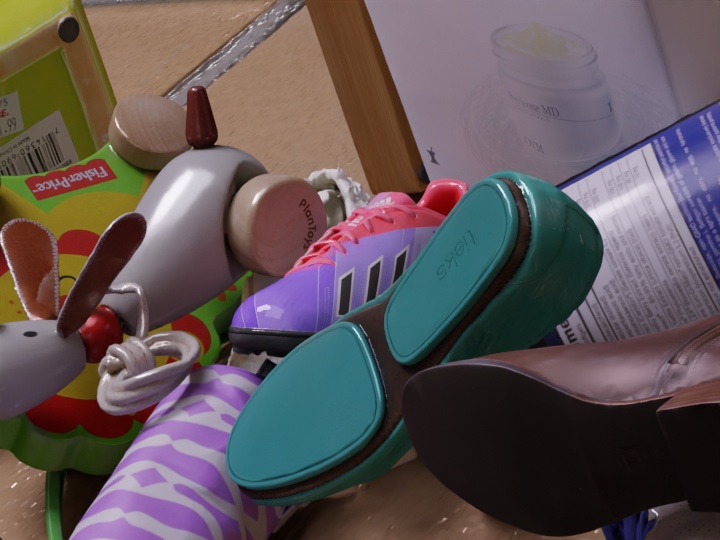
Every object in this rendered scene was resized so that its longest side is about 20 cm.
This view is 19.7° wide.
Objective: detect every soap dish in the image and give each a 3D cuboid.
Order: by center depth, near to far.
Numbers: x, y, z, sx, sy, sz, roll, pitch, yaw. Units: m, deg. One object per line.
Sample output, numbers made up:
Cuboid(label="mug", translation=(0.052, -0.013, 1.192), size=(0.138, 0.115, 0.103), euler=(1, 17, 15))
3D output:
Cuboid(label="soap dish", translation=(0.053, -0.152, 1.154), size=(0.156, 0.201, 0.081), euler=(-25, 30, -9))

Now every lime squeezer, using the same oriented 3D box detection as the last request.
Cuboid(label="lime squeezer", translation=(-0.131, 0.080, 1.053), size=(0.070, 0.038, 0.200), euler=(24, 41, 11))

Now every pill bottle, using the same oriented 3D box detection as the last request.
Cuboid(label="pill bottle", translation=(0.114, 0.010, 0.892), size=(0.199, 0.112, 0.112), euler=(-28, 25, 13))

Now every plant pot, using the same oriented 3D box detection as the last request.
Cuboid(label="plant pot", translation=(-0.252, -0.084, 1.264), size=(0.199, 0.200, 0.181), euler=(-35, 37, -28))

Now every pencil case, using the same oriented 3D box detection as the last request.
Cuboid(label="pencil case", translation=(-0.082, 0.125, 0.878), size=(0.084, 0.085, 0.200), euler=(-50, 5, 40))

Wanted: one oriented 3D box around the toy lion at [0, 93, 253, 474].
Cuboid(label="toy lion", translation=(-0.135, 0.012, 1.057), size=(0.199, 0.069, 0.192), euler=(-19, 60, -38))

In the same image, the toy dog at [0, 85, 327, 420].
Cuboid(label="toy dog", translation=(-0.108, -0.016, 0.981), size=(0.131, 0.097, 0.200), euler=(-8, 22, 35))

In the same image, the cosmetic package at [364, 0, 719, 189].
Cuboid(label="cosmetic package", translation=(0.120, -0.106, 1.019), size=(0.123, 0.201, 0.199), euler=(-37, 30, -30))

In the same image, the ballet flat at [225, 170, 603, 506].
Cuboid(label="ballet flat", translation=(0.026, 0.038, 0.822), size=(0.200, 0.070, 0.068), euler=(-45, 45, 35))

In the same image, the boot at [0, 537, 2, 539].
Cuboid(label="boot", translation=(-0.258, 0.158, 0.912), size=(0.198, 0.075, 0.097), euler=(-19, 1, 2))

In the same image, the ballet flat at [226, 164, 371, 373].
Cuboid(label="ballet flat", translation=(-0.033, 0.011, 1.065), size=(0.071, 0.072, 0.201), euler=(-11, 29, 19))

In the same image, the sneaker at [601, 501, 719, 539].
Cuboid(label="sneaker", translation=(0.128, 0.106, 0.771), size=(0.114, 0.081, 0.199), euler=(-5, 24, 36))

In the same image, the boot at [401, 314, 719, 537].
Cuboid(label="boot", translation=(0.139, 0.027, 0.771), size=(0.185, 0.065, 0.199), euler=(3, 24, 43))

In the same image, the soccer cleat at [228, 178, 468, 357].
Cuboid(label="soccer cleat", translation=(0.000, 0.000, 0.968), size=(0.068, 0.074, 0.200), euler=(7, 9, 28))
